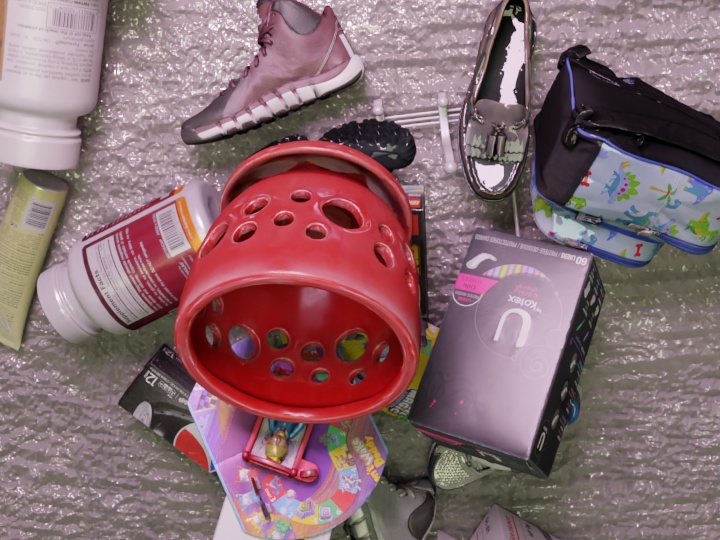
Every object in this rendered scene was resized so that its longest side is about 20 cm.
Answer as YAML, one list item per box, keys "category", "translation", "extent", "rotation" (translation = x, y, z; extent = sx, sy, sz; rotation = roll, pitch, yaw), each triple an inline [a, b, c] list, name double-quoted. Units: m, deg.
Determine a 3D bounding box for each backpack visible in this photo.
- category: "backpack"
  translation: [0.266, -0.096, 0.908]
  extent: [0.200, 0.183, 0.147]
  rotation: [18, 127, -6]

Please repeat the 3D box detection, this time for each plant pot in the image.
- category: "plant pot"
  translation: [-0.045, 0.007, 0.807]
  extent: [0.200, 0.183, 0.201]
  rotation: [3, 135, 3]

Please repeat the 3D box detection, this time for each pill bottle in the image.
- category: "pill bottle"
  translation: [-0.316, -0.207, 0.929]
  extent: [0.114, 0.114, 0.200]
  rotation: [10, 104, -1]
- category: "pill bottle"
  translation: [-0.228, -0.004, 0.979]
  extent: [0.200, 0.113, 0.113]
  rotation: [-25, 102, 9]

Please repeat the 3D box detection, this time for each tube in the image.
- category: "tube"
  translation: [-0.376, -0.012, 1.018]
  extent: [0.058, 0.052, 0.200]
  rotation: [39, 111, 35]

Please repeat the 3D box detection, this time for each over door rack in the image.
- category: "over door rack"
  translation: [0.095, -0.083, 0.970]
  extent: [0.147, 0.067, 0.201]
  rotation: [-6, 104, 4]

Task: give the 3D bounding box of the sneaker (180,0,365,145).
- category: "sneaker"
  translation: [-0.104, -0.209, 0.950]
  extent: [0.200, 0.076, 0.116]
  rotation: [-23, 97, -3]

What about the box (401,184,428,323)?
- category: "box"
  translation: [0.000, 0.000, 0.955]
  extent: [0.137, 0.040, 0.200]
  rotation: [-1, 136, 6]

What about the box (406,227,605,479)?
- category: "box"
  translation: [0.143, 0.078, 0.890]
  extent: [0.122, 0.106, 0.200]
  rotation: [13, 74, 26]

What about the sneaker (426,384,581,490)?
- category: "sneaker"
  translation: [0.155, 0.180, 1.025]
  extent: [0.200, 0.085, 0.077]
  rotation: [-38, 100, 11]

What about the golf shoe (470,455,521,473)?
- category: "golf shoe"
  translation: [0.156, 0.111, 0.976]
  extent: [0.094, 0.200, 0.078]
  rotation: [-4, 145, 22]

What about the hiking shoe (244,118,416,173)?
- category: "hiking shoe"
  translation: [-0.022, -0.098, 0.946]
  extent: [0.200, 0.074, 0.087]
  rotation: [-3, 118, 39]

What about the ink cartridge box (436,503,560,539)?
- category: "ink cartridge box"
  translation: [0.188, 0.340, 1.048]
  extent: [0.200, 0.116, 0.068]
  rotation: [29, 103, -6]

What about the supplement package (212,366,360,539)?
- category: "supplement package"
  translation: [-0.074, 0.212, 0.950]
  extent: [0.109, 0.114, 0.200]
  rotation: [16, 76, -2]

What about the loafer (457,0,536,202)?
- category: "loafer"
  translation: [0.133, -0.169, 0.902]
  extent: [0.072, 0.063, 0.201]
  rotation: [6, 84, 5]

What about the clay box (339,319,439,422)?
- category: "clay box"
  translation: [0.024, 0.092, 0.984]
  extent: [0.200, 0.048, 0.115]
  rotation: [27, 134, -19]

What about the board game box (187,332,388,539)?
- category: "board game box"
  translation: [-0.067, 0.150, 0.886]
  extent: [0.158, 0.039, 0.200]
  rotation: [-24, 80, -10]

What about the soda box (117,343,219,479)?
- category: "soda box"
  translation: [-0.166, 0.174, 1.042]
  extent: [0.200, 0.071, 0.063]
  rotation: [38, 101, -8]

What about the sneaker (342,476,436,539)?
- category: "sneaker"
  translation: [0.022, 0.240, 1.063]
  extent: [0.115, 0.075, 0.200]
  rotation: [-22, 88, -19]
